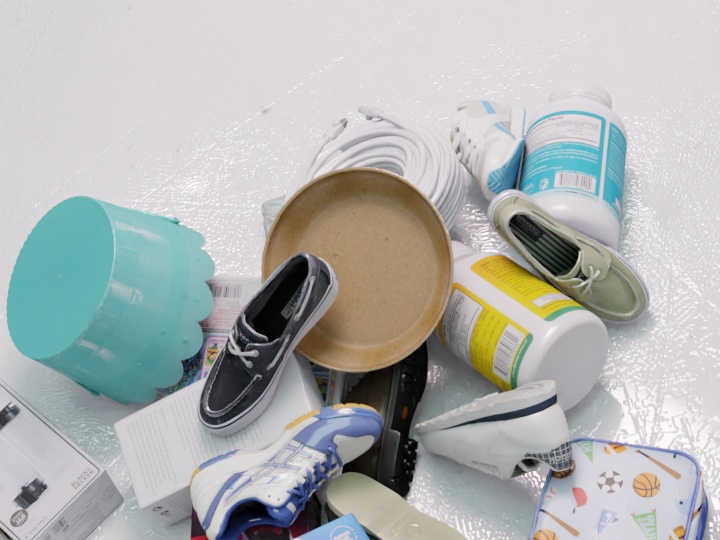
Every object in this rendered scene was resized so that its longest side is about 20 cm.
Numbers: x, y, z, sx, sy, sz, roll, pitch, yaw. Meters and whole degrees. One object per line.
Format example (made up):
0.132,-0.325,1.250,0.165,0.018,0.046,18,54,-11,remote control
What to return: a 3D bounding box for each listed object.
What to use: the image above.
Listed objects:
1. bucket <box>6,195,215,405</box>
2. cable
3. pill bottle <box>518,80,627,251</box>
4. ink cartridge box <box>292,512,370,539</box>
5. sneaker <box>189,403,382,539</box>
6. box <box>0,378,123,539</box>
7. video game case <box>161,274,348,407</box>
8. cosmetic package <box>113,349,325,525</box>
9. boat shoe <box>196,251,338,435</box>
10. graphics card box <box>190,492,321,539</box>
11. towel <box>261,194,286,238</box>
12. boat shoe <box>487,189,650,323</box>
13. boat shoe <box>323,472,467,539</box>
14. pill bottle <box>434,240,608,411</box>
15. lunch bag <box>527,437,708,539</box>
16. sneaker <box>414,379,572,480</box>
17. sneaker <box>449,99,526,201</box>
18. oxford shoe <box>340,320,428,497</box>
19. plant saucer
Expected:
-0.265,0.026,1.779,0.206,0.134,0.209,-21,58,37,bucket
0.012,-0.076,1.786,0.199,0.069,0.200,19,60,43,cable
0.224,-0.103,1.795,0.110,0.111,0.201,0,53,17,pill bottle
-0.009,0.332,1.520,0.115,0.067,0.201,-22,60,-26,ink cartridge box
-0.062,0.200,1.616,0.199,0.075,0.089,-27,47,6,sneaker
-0.354,0.209,1.764,0.199,0.060,0.117,32,68,33,box
-0.107,0.095,1.767,0.198,0.024,0.184,2,73,18,video game case
-0.134,0.162,1.698,0.199,0.071,0.102,-26,62,8,cosmetic package
-0.098,0.069,1.637,0.072,0.068,0.200,40,93,26,boat shoe
-0.102,0.306,1.621,0.124,0.051,0.201,-8,53,10,graphics card box
-0.018,-0.020,1.846,0.170,0.048,0.201,-14,51,6,towel
0.207,-0.004,1.686,0.072,0.199,0.062,-53,16,15,boat shoe
0.045,0.268,1.601,0.073,0.064,0.201,-30,48,-34,boat shoe
0.142,0.050,1.697,0.113,0.113,0.200,-41,47,-15,pill bottle
0.234,0.253,1.545,0.159,0.076,0.201,8,56,19,lunch bag
0.123,0.162,1.614,0.076,0.081,0.200,-25,3,-32,sneaker
0.133,-0.126,1.819,0.080,0.077,0.200,11,22,0,sneaker
0.017,0.122,1.694,0.084,0.073,0.202,2,67,25,oxford shoe
0.000,0.000,1.675,0.198,0.035,0.202,-2,85,18,plant saucer
